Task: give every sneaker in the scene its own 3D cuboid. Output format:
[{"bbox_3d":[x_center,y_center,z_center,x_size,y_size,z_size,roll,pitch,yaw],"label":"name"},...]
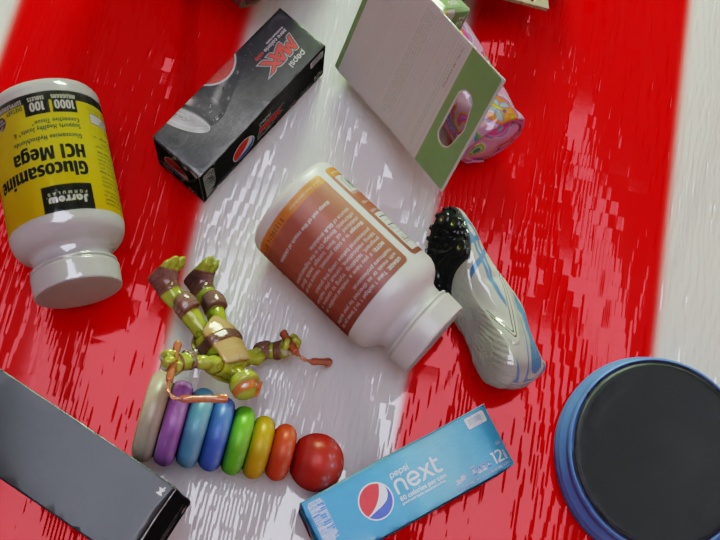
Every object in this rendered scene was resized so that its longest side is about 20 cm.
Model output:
[{"bbox_3d":[0.123,0.027,1.068,0.072,0.072,0.203,3,58,-45],"label":"sneaker"}]

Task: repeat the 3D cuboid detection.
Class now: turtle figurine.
[{"bbox_3d":[-0.130,0.064,1.017,0.198,0.065,0.163,-8,57,-43],"label":"turtle figurine"}]

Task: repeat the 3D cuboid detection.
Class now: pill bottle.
[{"bbox_3d":[-0.291,-0.073,1.029,0.110,0.113,0.204,-13,74,-9],"label":"pill bottle"},{"bbox_3d":[0.000,0.000,1.033,0.200,0.112,0.112,43,74,9],"label":"pill bottle"}]

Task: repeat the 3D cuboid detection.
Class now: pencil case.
[{"bbox_3d":[0.095,-0.213,1.128,0.086,0.088,0.202,-26,76,-13],"label":"pencil case"}]

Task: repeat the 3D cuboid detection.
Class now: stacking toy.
[{"bbox_3d":[-0.111,0.161,0.997,0.196,0.085,0.087,17,71,-8],"label":"stacking toy"}]

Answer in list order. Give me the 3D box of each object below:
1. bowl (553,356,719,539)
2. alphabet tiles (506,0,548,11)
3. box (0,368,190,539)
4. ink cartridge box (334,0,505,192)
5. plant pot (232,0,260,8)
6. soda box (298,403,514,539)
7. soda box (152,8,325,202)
[{"bbox_3d":[0.290,0.182,1.041,0.196,0.039,0.205,1,72,-4],"label":"bowl"},{"bbox_3d":[0.157,-0.380,1.180,0.163,0.006,0.204,9,62,-18],"label":"alphabet tiles"},{"bbox_3d":[-0.256,0.176,0.939,0.198,0.141,0.080,32,72,6],"label":"box"},{"bbox_3d":[0.065,-0.202,1.066,0.047,0.147,0.201,-17,58,-41],"label":"ink cartridge box"},{"bbox_3d":[-0.131,-0.390,1.114,0.199,0.200,0.180,-39,95,-15],"label":"plant pot"},{"bbox_3d":[0.041,0.204,0.995,0.197,0.068,0.065,-25,76,-12],"label":"soda box"},{"bbox_3d":[-0.124,-0.174,1.103,0.070,0.063,0.201,38,73,7],"label":"soda box"}]
